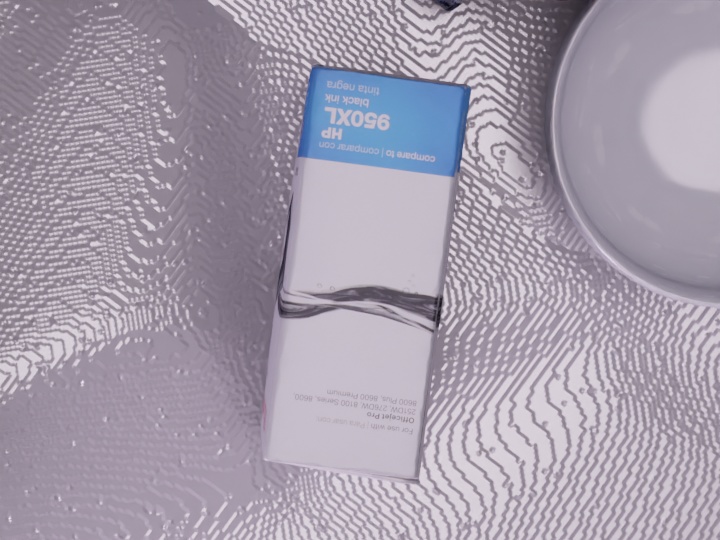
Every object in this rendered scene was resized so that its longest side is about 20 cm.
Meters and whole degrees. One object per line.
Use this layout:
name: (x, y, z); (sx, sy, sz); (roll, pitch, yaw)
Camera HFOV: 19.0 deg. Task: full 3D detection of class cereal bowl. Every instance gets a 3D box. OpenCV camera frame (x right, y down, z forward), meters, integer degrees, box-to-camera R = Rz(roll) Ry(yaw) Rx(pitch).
cereal bowl: (0.195, -0.081, 1.166); (0.199, 0.083, 0.201); (0, 92, -3)

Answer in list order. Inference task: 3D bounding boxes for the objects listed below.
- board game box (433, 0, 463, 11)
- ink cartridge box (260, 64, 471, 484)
board game box: (-0.002, -0.271, 1.157); (0.199, 0.062, 0.201); (22, 91, -5)
ink cartridge box: (0.000, 0.000, 1.126); (0.084, 0.145, 0.201); (7, 92, -3)
